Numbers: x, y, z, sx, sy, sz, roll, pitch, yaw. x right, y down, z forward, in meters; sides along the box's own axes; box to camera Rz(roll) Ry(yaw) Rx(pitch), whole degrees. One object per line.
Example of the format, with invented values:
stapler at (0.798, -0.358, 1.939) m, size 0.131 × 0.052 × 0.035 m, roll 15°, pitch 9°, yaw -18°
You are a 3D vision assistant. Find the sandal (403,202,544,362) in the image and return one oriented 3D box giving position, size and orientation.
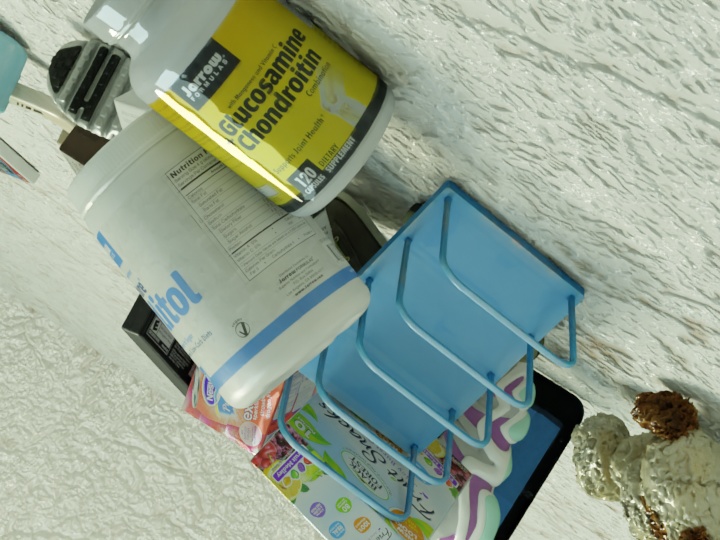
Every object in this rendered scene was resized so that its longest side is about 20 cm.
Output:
sandal at (0.081, 0.018, 1.638) m, size 0.080 × 0.058 × 0.201 m, roll 23°, pitch 163°, yaw 43°

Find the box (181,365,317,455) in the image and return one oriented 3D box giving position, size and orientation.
box at (-0.072, 0.086, 1.961) m, size 0.094 × 0.103 × 0.200 m, roll 30°, pitch -152°, yaw 18°

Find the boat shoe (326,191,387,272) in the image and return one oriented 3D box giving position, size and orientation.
boat shoe at (-0.001, -0.002, 1.663) m, size 0.202 × 0.060 × 0.072 m, roll 46°, pitch 165°, yaw 51°

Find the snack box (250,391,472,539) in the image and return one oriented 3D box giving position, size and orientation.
snack box at (0.005, 0.157, 1.603) m, size 0.142 × 0.053 × 0.200 m, roll 44°, pitch -161°, yaw 3°

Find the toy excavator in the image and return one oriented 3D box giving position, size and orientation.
toy excavator at (-0.346, -0.177, 1.956) m, size 0.199 × 0.100 × 0.195 m, roll 23°, pitch 167°, yaw 12°

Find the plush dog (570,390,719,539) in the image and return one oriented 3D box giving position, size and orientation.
plush dog at (0.262, 0.190, 1.642) m, size 0.159 × 0.201 × 0.172 m, roll -11°, pitch 162°, yaw 2°

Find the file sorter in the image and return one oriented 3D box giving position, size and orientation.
file sorter at (0.049, 0.067, 1.503) m, size 0.139 × 0.200 × 0.123 m, roll 38°, pitch -153°, yaw -14°

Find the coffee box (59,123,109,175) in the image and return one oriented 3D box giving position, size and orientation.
coffee box at (-0.200, -0.083, 1.931) m, size 0.113 × 0.080 × 0.200 m, roll 32°, pitch 168°, yaw 15°

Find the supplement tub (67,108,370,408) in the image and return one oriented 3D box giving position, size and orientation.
supplement tub at (-0.099, -0.016, 1.442) m, size 0.200 × 0.132 × 0.132 m, roll 50°, pitch 168°, yaw 4°

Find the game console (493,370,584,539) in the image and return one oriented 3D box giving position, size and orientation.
game console at (0.077, 0.148, 1.794) m, size 0.118 × 0.201 × 0.171 m, roll 25°, pitch 168°, yaw 40°

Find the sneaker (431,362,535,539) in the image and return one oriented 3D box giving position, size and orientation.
sneaker at (0.066, 0.137, 1.737) m, size 0.139 × 0.201 × 0.078 m, roll 12°, pitch 180°, yaw -20°

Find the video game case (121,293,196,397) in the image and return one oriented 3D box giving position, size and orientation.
video game case at (-0.142, 0.018, 1.924) m, size 0.025 × 0.182 × 0.200 m, roll 20°, pitch 163°, yaw 24°

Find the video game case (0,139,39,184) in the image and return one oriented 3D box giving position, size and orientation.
video game case at (-0.496, -0.171, 2.514) m, size 0.199 × 0.017 × 0.143 m, roll 20°, pitch 161°, yaw 49°

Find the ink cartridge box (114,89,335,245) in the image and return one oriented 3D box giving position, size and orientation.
ink cartridge box at (-0.100, -0.050, 1.605) m, size 0.146 × 0.084 × 0.201 m, roll 19°, pitch 131°, yaw 48°

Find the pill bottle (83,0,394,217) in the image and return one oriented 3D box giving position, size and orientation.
pill bottle at (-0.083, -0.135, 1.360) m, size 0.200 × 0.112 × 0.112 m, roll 37°, pitch 167°, yaw -15°

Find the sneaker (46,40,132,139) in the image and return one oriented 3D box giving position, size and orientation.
sneaker at (-0.185, -0.133, 1.748) m, size 0.199 × 0.075 × 0.081 m, roll 30°, pitch 176°, yaw 21°
